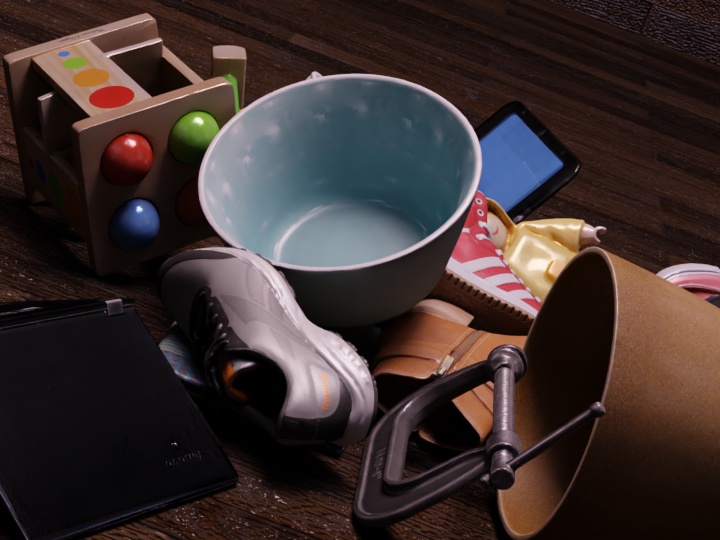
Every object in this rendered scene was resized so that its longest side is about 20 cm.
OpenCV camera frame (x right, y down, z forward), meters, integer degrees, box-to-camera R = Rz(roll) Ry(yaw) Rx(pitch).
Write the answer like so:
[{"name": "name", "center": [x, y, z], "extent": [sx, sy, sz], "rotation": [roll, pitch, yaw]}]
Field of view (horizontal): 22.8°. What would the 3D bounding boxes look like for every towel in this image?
[{"name": "towel", "center": [-0.063, 0.061, 1.251], "extent": [0.146, 0.022, 0.200], "rotation": [20, 20, 1]}]

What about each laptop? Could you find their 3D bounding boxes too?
[{"name": "laptop", "center": [-0.208, 0.082, 1.050], "extent": [0.199, 0.117, 0.187], "rotation": [-2, 4, 33]}]

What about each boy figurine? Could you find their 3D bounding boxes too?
[{"name": "boy figurine", "center": [0.159, 0.001, 1.504], "extent": [0.200, 0.124, 0.064], "rotation": [37, -18, 11]}]

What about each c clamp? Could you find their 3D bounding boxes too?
[{"name": "c clamp", "center": [0.070, 0.098, 1.107], "extent": [0.027, 0.170, 0.200], "rotation": [54, 10, -15]}]

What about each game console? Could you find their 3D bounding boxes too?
[{"name": "game console", "center": [0.088, -0.105, 1.724], "extent": [0.175, 0.117, 0.200], "rotation": [14, 19, -21]}]

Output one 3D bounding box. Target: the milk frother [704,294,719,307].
[{"name": "milk frother", "center": [0.355, 0.075, 1.374], "extent": [0.188, 0.201, 0.180], "rotation": [32, 18, 31]}]

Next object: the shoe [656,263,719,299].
[{"name": "shoe", "center": [0.362, 0.055, 1.634], "extent": [0.199, 0.072, 0.091], "rotation": [20, 12, -17]}]

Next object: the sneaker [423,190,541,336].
[{"name": "sneaker", "center": [0.100, 0.009, 1.398], "extent": [0.200, 0.071, 0.113], "rotation": [36, 37, -8]}]

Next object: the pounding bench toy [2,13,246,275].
[{"name": "pounding bench toy", "center": [-0.142, -0.105, 1.353], "extent": [0.199, 0.125, 0.156], "rotation": [-21, 38, -25]}]

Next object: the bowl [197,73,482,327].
[{"name": "bowl", "center": [-0.011, -0.037, 1.280], "extent": [0.199, 0.105, 0.202], "rotation": [-3, 47, 4]}]

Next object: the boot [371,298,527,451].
[{"name": "boot", "center": [0.102, 0.091, 1.274], "extent": [0.199, 0.074, 0.155], "rotation": [17, 20, 9]}]

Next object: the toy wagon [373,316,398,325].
[{"name": "toy wagon", "center": [0.000, 0.000, 1.458], "extent": [0.199, 0.040, 0.155], "rotation": [2, 26, -45]}]

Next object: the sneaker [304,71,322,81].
[{"name": "sneaker", "center": [0.004, -0.096, 1.525], "extent": [0.200, 0.089, 0.075], "rotation": [39, 21, 27]}]

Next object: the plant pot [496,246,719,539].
[{"name": "plant pot", "center": [0.211, 0.102, 1.120], "extent": [0.199, 0.187, 0.187], "rotation": [16, 19, -10]}]

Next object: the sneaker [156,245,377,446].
[{"name": "sneaker", "center": [-0.074, 0.045, 1.150], "extent": [0.079, 0.074, 0.200], "rotation": [-7, 33, -41]}]
